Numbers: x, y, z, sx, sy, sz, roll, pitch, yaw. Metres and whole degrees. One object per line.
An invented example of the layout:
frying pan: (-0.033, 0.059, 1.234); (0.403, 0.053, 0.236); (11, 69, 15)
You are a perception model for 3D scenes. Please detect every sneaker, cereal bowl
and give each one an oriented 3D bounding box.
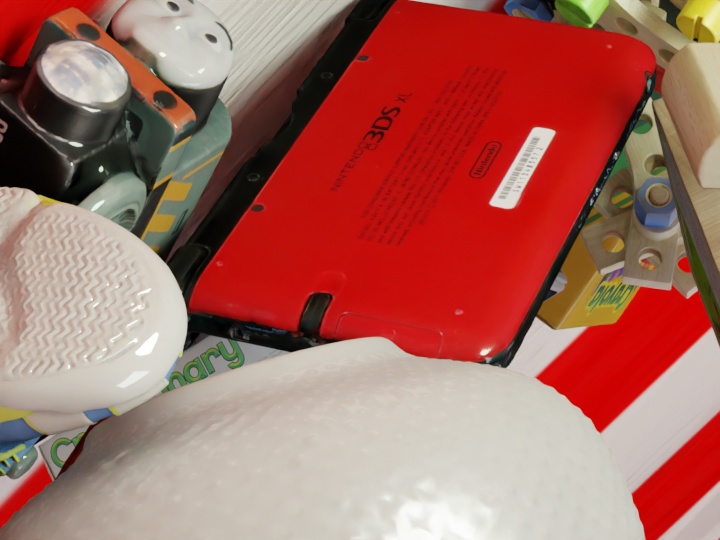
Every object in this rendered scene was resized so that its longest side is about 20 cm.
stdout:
sneaker: (-0.118, 0.033, 0.713); (0.105, 0.200, 0.076); (56, 49, -42)
cereal bowl: (-0.024, 0.073, 0.711); (0.200, 0.083, 0.200); (-18, 172, -3)

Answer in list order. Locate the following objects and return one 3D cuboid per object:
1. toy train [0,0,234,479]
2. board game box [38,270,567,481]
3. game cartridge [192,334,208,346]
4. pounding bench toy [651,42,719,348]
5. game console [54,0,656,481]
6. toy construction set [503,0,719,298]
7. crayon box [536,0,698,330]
toy train: (-0.106, -0.009, 0.813); (0.114, 0.085, 0.200); (-39, 164, -47)
board game box: (-0.020, 0.039, 1.004); (0.200, 0.035, 0.126); (-33, 164, 13)
game cartridge: (0.006, -0.015, 1.078); (0.200, 0.042, 0.133); (-34, 156, -20)
pounding bench toy: (0.199, -0.026, 0.875); (0.156, 0.124, 0.200); (-19, 147, 4)
game console: (0.000, 0.000, 0.875); (0.200, 0.172, 0.119); (-58, 153, -47)
toy construction set: (0.120, -0.082, 0.978); (0.092, 0.131, 0.200); (-51, 162, -31)
crayon box: (0.125, -0.041, 1.147); (0.200, 0.051, 0.127); (-56, 166, 11)
